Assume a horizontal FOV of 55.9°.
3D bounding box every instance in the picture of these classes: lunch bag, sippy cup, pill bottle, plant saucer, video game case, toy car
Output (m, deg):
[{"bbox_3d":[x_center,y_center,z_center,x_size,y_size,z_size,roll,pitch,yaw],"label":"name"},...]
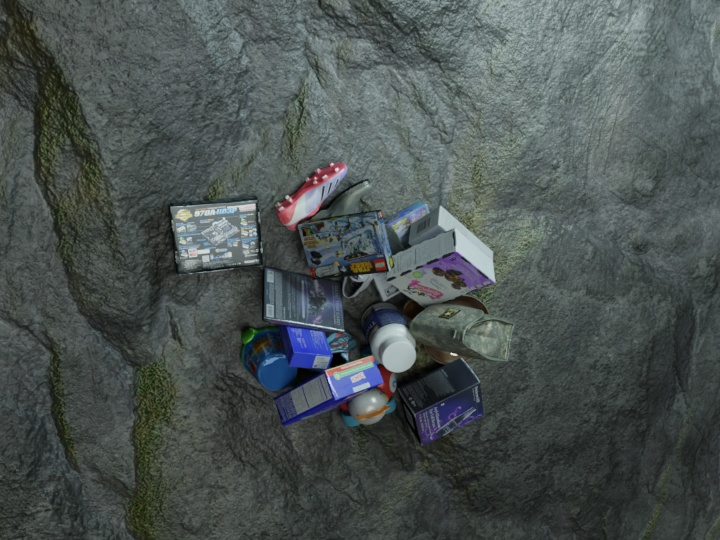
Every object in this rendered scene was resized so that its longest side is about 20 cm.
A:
[{"bbox_3d":[0.237,0.144,1.609,0.200,0.164,0.118,14,85,-44],"label":"lunch bag"},{"bbox_3d":[-0.211,0.220,1.631,0.178,0.130,0.140,12,103,-22],"label":"sippy cup"},{"bbox_3d":[0.071,0.166,1.667,0.111,0.200,0.111,-4,112,-10],"label":"pill bottle"},{"bbox_3d":[0.253,0.155,1.823,0.200,0.037,0.201,-6,109,-17],"label":"plant saucer"},{"bbox_3d":[0.104,-0.048,1.702,0.200,0.045,0.181,-28,115,-9],"label":"video game case"},{"bbox_3d":[0.028,0.320,1.706,0.177,0.200,0.185,-18,112,-13],"label":"toy car"},{"bbox_3d":[-0.136,0.072,1.616,0.200,0.143,0.019,12,141,-23],"label":"video game case"}]

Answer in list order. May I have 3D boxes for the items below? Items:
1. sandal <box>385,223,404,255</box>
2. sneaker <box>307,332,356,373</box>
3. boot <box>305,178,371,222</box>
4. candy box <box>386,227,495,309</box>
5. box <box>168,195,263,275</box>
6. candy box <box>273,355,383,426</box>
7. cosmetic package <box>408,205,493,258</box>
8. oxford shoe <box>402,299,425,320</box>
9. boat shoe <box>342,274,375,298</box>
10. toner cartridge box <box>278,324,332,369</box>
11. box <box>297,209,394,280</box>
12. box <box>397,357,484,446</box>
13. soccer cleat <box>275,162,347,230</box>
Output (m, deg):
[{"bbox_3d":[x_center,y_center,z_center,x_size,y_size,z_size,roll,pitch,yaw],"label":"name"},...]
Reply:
[{"bbox_3d":[0.073,-0.044,1.649,0.075,0.048,0.200,-43,128,-4],"label":"sandal"},{"bbox_3d":[-0.061,0.213,1.665,0.200,0.095,0.079,-18,125,-52],"label":"sneaker"},{"bbox_3d":[-0.027,-0.114,1.612,0.200,0.068,0.131,-38,100,4],"label":"boot"},{"bbox_3d":[0.186,0.000,1.596,0.200,0.072,0.168,-25,139,33],"label":"candy box"},{"bbox_3d":[-0.326,-0.081,1.543,0.200,0.046,0.159,-8,109,-17],"label":"box"},{"bbox_3d":[-0.075,0.281,1.581,0.169,0.200,0.077,-7,71,-49],"label":"candy box"},{"bbox_3d":[0.222,-0.056,1.655,0.200,0.071,0.101,38,131,-26],"label":"cosmetic package"},{"bbox_3d":[0.199,0.129,1.740,0.200,0.071,0.071,25,99,-22],"label":"oxford shoe"},{"bbox_3d":[0.000,0.000,1.613,0.072,0.200,0.069,40,55,2],"label":"boat shoe"},{"bbox_3d":[-0.135,0.153,1.596,0.095,0.200,0.043,10,116,-21],"label":"toner cartridge box"},{"bbox_3d":[-0.033,-0.056,1.538,0.200,0.040,0.137,-6,108,25],"label":"box"},{"bbox_3d":[0.218,0.350,1.815,0.200,0.104,0.148,-25,131,-9],"label":"box"},{"bbox_3d":[-0.107,-0.174,1.583,0.200,0.067,0.076,-38,123,-2],"label":"soccer cleat"}]
